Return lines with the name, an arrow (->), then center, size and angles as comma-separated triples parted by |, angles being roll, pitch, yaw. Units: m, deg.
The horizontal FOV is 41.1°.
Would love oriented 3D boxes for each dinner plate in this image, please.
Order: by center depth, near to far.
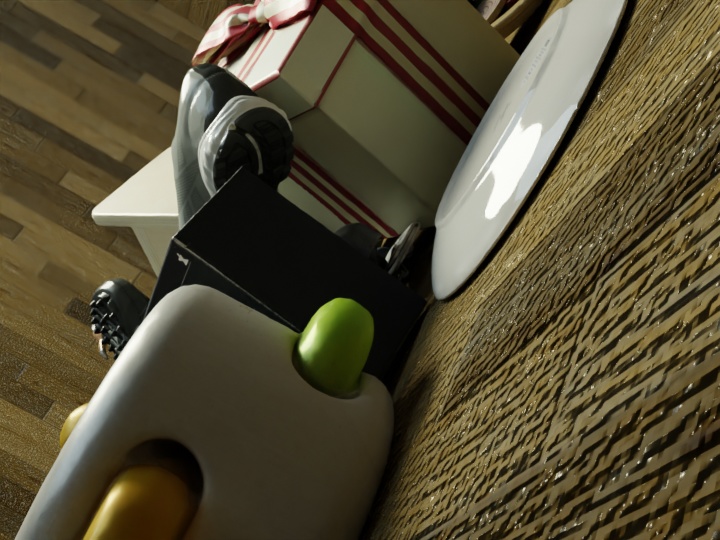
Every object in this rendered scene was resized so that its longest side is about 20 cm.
dinner plate -> 0.082, -0.077, 0.520 | 0.201, 0.024, 0.200 | -60, 4, 8

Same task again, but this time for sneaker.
sneaker -> -0.095, -0.057, 0.665 | 0.074, 0.079, 0.201 | -24, -29, -29
sneaker -> -0.151, 0.056, 0.772 | 0.090, 0.066, 0.201 | -42, -31, -20

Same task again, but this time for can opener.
can opener -> 0.000, 0.000, 0.732 | 0.054, 0.067, 0.200 | -61, 4, -15

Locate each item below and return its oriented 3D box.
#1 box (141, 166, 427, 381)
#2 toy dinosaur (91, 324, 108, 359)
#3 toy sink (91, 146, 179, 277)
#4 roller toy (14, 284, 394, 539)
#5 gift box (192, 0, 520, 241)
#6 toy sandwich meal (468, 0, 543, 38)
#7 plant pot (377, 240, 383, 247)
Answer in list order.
box -> -0.065, 0.052, 0.617 | 0.079, 0.141, 0.200 | -56, 0, -39
toy dinosaur -> -0.148, 0.060, 0.918 | 0.199, 0.086, 0.135 | -9, 20, 39
toy sink -> -0.118, -0.038, 0.866 | 0.199, 0.113, 0.130 | 3, 37, 36
roller toy -> -0.082, 0.108, 0.463 | 0.183, 0.139, 0.201 | -58, 5, 47
gift box -> -0.013, -0.149, 0.727 | 0.184, 0.186, 0.201 | -17, 42, 51
toy sandwich meal -> 0.080, -0.244, 0.861 | 0.204, 0.070, 0.206 | -32, 24, 16
plant pot -> -0.050, -0.038, 1.031 | 0.191, 0.199, 0.200 | -83, 18, -45
